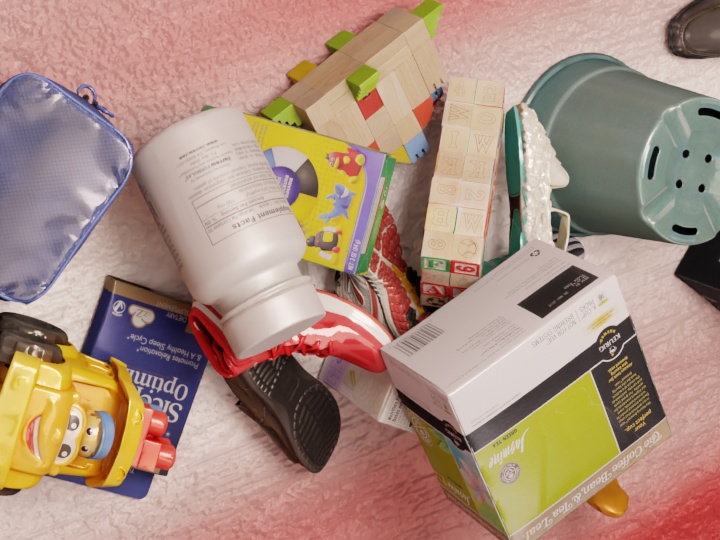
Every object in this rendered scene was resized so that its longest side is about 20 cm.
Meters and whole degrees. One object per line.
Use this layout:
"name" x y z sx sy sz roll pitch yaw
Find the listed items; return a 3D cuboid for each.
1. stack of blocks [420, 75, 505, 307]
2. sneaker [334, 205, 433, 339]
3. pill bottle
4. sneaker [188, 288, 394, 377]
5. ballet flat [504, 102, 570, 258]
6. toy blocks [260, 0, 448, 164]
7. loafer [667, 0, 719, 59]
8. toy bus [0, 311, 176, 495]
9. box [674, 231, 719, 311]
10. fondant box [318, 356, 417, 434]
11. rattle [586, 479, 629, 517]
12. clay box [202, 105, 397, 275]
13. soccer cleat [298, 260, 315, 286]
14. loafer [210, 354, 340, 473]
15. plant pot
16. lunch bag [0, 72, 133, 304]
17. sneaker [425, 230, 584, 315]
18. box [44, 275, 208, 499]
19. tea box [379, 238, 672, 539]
"stack of blocks" 0.102 -0.075 1.536 0.058 0.115 0.202 8 66 6
"sneaker" 0.000 0.000 1.535 0.201 0.081 0.078 65 33 -30
"pill bottle" -0.112 -0.031 1.361 0.113 0.114 0.202 -24 82 -21
"sneaker" -0.071 0.071 1.436 0.198 0.079 0.116 27 58 -1
"ballet flat" 0.180 -0.069 1.571 0.071 0.072 0.203 -4 96 -27
"toy blocks" 0.016 -0.156 1.521 0.200 0.100 0.137 -40 128 -14
"loafer" 0.433 -0.275 1.718 0.198 0.072 0.074 -17 110 -23
"toy bus" -0.247 0.133 1.350 0.190 0.200 0.137 19 92 -14
"box" 0.501 0.023 1.749 0.196 0.200 0.125 33 87 -29
"fondant box" 0.075 0.133 1.577 0.199 0.144 0.059 23 93 -30
"rattle" 0.266 0.144 1.690 0.129 0.143 0.201 29 93 -11
"clay box" -0.076 -0.078 1.434 0.198 0.048 0.116 16 96 15
"soccer cleat" -0.088 -0.021 1.502 0.077 0.069 0.202 -11 104 -7
"loafer" -0.083 0.125 1.540 0.073 0.070 0.201 -55 136 -29
"plant pot" 0.289 -0.116 1.607 0.198 0.196 0.203 -7 106 -27
"lunch bag" -0.289 -0.078 1.345 0.135 0.132 0.201 38 83 -13
"sneaker" 0.151 0.032 1.641 0.198 0.075 0.088 -19 130 -15
"box" -0.219 0.118 1.482 0.120 0.032 0.202 19 93 -30
"tea box" 0.157 0.115 1.451 0.199 0.133 0.198 -33 118 -17
